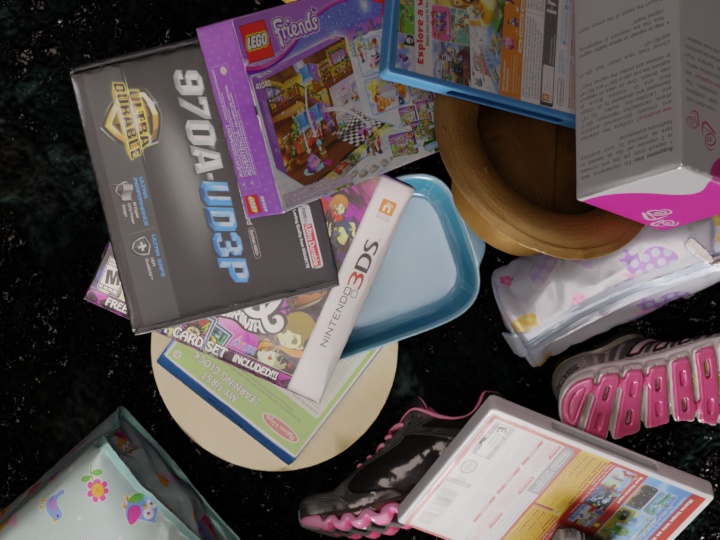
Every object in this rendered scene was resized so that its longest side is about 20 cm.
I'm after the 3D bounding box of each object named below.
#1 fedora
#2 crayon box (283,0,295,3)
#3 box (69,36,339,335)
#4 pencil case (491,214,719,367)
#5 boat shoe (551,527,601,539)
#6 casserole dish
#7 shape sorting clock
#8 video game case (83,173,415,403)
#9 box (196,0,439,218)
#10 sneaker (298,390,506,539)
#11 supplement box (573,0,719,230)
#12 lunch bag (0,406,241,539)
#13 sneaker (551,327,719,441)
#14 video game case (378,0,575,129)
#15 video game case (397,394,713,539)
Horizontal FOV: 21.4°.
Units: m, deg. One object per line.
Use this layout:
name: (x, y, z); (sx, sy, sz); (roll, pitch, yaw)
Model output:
fedora: (0.126, -0.076, 1.434); (0.200, 0.201, 0.082); (39, 136, 2)
crayon box: (-0.004, -0.277, 1.468); (0.199, 0.058, 0.173); (35, 100, 2)
box: (-0.113, -0.068, 1.395); (0.158, 0.046, 0.201); (-13, 94, -2)
pencil case: (0.200, 0.001, 1.455); (0.199, 0.091, 0.083); (-24, 132, 12)
boat shoe: (0.151, 0.297, 1.454); (0.056, 0.069, 0.201); (15, 100, -4)
casserole dish: (0.000, 0.000, 1.489); (0.199, 0.039, 0.122); (-20, 92, -1)
shape sorting clock: (-0.069, 0.061, 1.526); (0.199, 0.039, 0.201); (0, 91, -2)
video game case: (-0.084, -0.021, 1.442); (0.199, 0.036, 0.182); (25, 94, -4)
box: (-0.023, -0.129, 1.370); (0.039, 0.200, 0.138); (-7, 101, 41)
sneaker: (0.040, 0.153, 1.514); (0.199, 0.079, 0.096); (-18, 73, 9)
supplement box: (0.223, -0.144, 1.375); (0.103, 0.101, 0.201); (-18, 63, 45)
lunch bag: (-0.190, 0.243, 1.527); (0.170, 0.122, 0.200); (-40, 98, 8)
sneaker: (0.235, 0.078, 1.468); (0.199, 0.087, 0.074); (-9, 111, -13)
video game case: (0.112, -0.187, 1.409); (0.199, 0.018, 0.144); (12, 71, -22)
video game case: (0.148, 0.177, 1.451); (0.199, 0.018, 0.143); (23, 127, -18)
